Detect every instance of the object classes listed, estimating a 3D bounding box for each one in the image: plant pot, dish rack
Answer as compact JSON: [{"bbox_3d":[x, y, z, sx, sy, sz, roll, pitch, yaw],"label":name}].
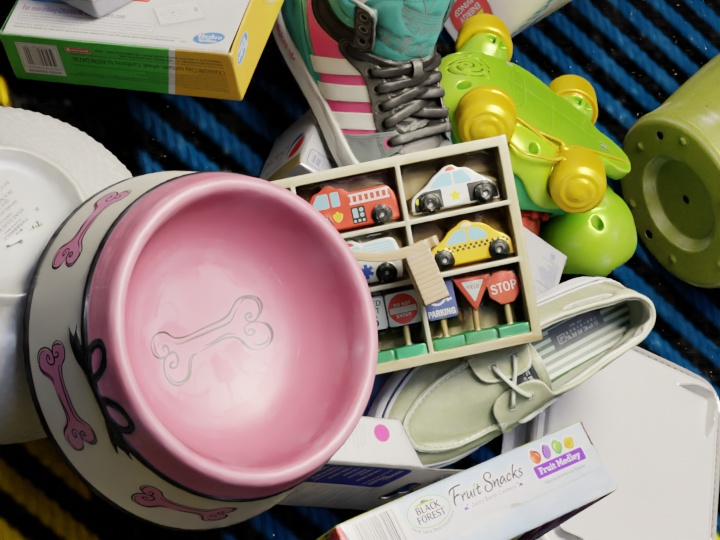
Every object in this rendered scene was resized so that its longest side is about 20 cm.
[{"bbox_3d":[0.293,-0.082,1.680,0.192,0.200,0.201,-24,82,-28],"label":"plant pot"},{"bbox_3d":[0.173,0.130,1.568,0.171,0.044,0.201,25,56,-24],"label":"dish rack"}]

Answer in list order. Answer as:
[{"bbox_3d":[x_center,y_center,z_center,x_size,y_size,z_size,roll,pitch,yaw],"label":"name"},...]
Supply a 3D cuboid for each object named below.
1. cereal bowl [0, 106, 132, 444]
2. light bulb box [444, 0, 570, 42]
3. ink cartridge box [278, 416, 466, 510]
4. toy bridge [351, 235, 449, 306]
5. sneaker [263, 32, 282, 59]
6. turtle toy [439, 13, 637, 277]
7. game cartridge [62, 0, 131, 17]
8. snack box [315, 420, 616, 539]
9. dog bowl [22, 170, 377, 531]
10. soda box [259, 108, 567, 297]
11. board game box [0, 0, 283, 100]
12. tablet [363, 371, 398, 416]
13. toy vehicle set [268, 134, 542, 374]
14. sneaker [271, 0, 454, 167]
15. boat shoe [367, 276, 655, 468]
[{"bbox_3d":[-0.201,-0.008,1.318,0.199,0.083,0.201,7,63,-13],"label":"cereal bowl"},{"bbox_3d":[0.151,-0.273,1.657,0.200,0.198,0.125,-34,86,-42],"label":"light bulb box"},{"bbox_3d":[-0.045,0.111,1.389,0.199,0.095,0.037,9,66,-31],"label":"ink cartridge box"},{"bbox_3d":[-0.046,0.021,1.380,0.199,0.027,0.067,-24,92,-4],"label":"toy bridge"},{"bbox_3d":[-0.051,-0.160,1.556,0.087,0.076,0.200,-32,83,-26],"label":"sneaker"},{"bbox_3d":[0.111,-0.071,1.587,0.200,0.101,0.146,34,27,-16],"label":"turtle toy"},{"bbox_3d":[-0.132,-0.243,1.469,0.133,0.042,0.200,25,59,33],"label":"game cartridge"},{"bbox_3d":[0.034,0.162,1.388,0.200,0.142,0.053,-18,77,-39],"label":"snack box"},{"bbox_3d":[-0.077,0.037,1.280,0.199,0.074,0.201,8,75,-32],"label":"dog bowl"},{"bbox_3d":[0.032,-0.025,1.532,0.200,0.068,0.064,34,52,-17],"label":"soda box"},{"bbox_3d":[-0.116,-0.197,1.477,0.152,0.040,0.200,7,52,17],"label":"board game box"},{"bbox_3d":[-0.022,0.034,1.453,0.199,0.014,0.131,-5,89,-22],"label":"tablet"},{"bbox_3d":[0.000,0.000,1.412,0.199,0.027,0.125,-12,92,-6],"label":"toy vehicle set"},{"bbox_3d":[0.027,-0.124,1.451,0.083,0.121,0.200,-23,74,-35],"label":"sneaker"},{"bbox_3d":[0.092,0.058,1.459,0.200,0.062,0.072,-32,100,-21],"label":"boat shoe"}]
